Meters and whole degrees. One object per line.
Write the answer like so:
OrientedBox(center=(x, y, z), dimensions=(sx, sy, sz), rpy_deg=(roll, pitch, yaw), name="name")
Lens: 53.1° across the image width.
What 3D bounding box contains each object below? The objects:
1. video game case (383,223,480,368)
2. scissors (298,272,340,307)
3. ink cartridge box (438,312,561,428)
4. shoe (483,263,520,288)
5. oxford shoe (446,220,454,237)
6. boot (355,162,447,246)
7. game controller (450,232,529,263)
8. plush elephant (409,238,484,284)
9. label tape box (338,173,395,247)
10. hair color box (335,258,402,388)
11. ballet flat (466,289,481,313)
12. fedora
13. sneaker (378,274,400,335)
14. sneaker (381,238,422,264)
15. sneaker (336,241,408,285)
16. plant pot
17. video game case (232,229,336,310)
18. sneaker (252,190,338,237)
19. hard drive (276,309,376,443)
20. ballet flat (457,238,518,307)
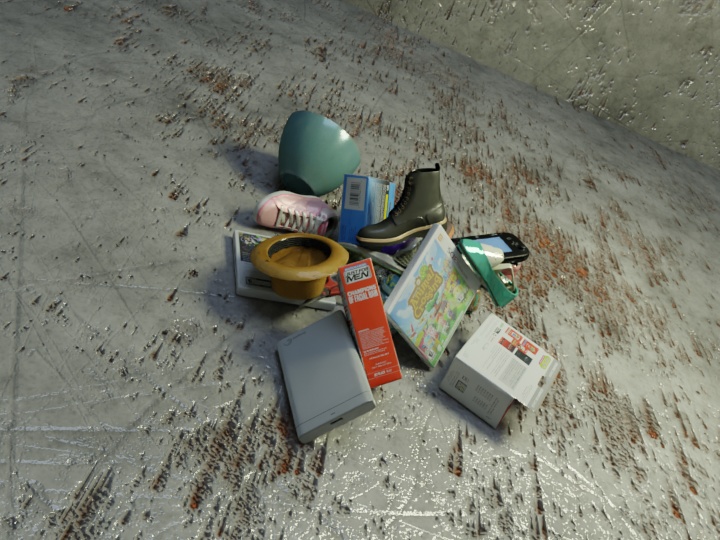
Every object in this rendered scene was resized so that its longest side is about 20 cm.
OrientedBox(center=(0.138, 0.049, 1.351), dimensions=(0.022, 0.202, 0.183), rpy_deg=(11, -30, 47), name="video game case")
OrientedBox(center=(-0.072, 0.037, 1.386), dimensions=(0.198, 0.014, 0.074), rpy_deg=(-8, 54, -52), name="scissors")
OrientedBox(center=(0.271, 0.198, 1.371), dimensions=(0.174, 0.085, 0.199), rpy_deg=(35, 34, 15), name="ink cartridge box")
OrientedBox(center=(0.280, -0.032, 1.694), dimensions=(0.198, 0.092, 0.071), rpy_deg=(36, 34, 16), name="shoe")
OrientedBox(center=(0.163, -0.101, 1.712), dimensions=(0.070, 0.075, 0.198), rpy_deg=(5, 18, 36), name="oxford shoe")
OrientedBox(center=(0.078, -0.134, 1.463), dimensions=(0.195, 0.142, 0.077), rpy_deg=(-15, 24, -19), name="boot")
OrientedBox(center=(0.277, -0.046, 1.608), dimensions=(0.195, 0.043, 0.105), rpy_deg=(-7, 44, -19), name="game controller")
OrientedBox(center=(0.174, 0.018, 1.489), dimensions=(0.153, 0.165, 0.202), rpy_deg=(36, 44, -8), name="plush elephant")
OrientedBox(center=(0.016, -0.130, 1.587), dimensions=(0.062, 0.149, 0.199), rpy_deg=(7, 5, 18), name="label tape box")
OrientedBox(center=(0.012, 0.092, 1.225), dimensions=(0.062, 0.111, 0.205), rpy_deg=(-15, 85, -6), name="hair color box")
OrientedBox(center=(0.216, 0.007, 1.621), dimensions=(0.069, 0.066, 0.201), rpy_deg=(-1, 41, -34), name="ballet flat")
OrientedBox(center=(-0.113, -0.001, 1.334), dimensions=(0.195, 0.084, 0.202), rpy_deg=(4, 25, -2), name="fedora")
OrientedBox(center=(0.029, 0.076, 1.336), dimensions=(0.079, 0.132, 0.199), rpy_deg=(36, 34, 16), name="sneaker")
OrientedBox(center=(0.080, -0.065, 1.585), dimensions=(0.099, 0.070, 0.199), rpy_deg=(40, 60, 23), name="sneaker")
OrientedBox(center=(0.000, 0.000, 1.478), dimensions=(0.196, 0.091, 0.077), rpy_deg=(16, -8, 32), name="sneaker")
OrientedBox(center=(-0.115, -0.249, 1.674), dimensions=(0.197, 0.201, 0.137), rpy_deg=(28, 69, 5), name="plant pot")
OrientedBox(center=(-0.154, -0.002, 1.425), dimensions=(0.195, 0.024, 0.184), rpy_deg=(10, 36, -21), name="video game case")
OrientedBox(center=(-0.129, -0.113, 1.546), dimensions=(0.197, 0.077, 0.104), rpy_deg=(-5, 38, -45), name="sneaker")
OrientedBox(center=(-0.061, 0.167, 1.172), dimensions=(0.130, 0.027, 0.202), rpy_deg=(-27, 43, 4), name="hard drive")
OrientedBox(center=(0.258, -0.007, 1.414), dimensions=(0.201, 0.069, 0.068), rpy_deg=(50, 16, -38), name="ballet flat")
